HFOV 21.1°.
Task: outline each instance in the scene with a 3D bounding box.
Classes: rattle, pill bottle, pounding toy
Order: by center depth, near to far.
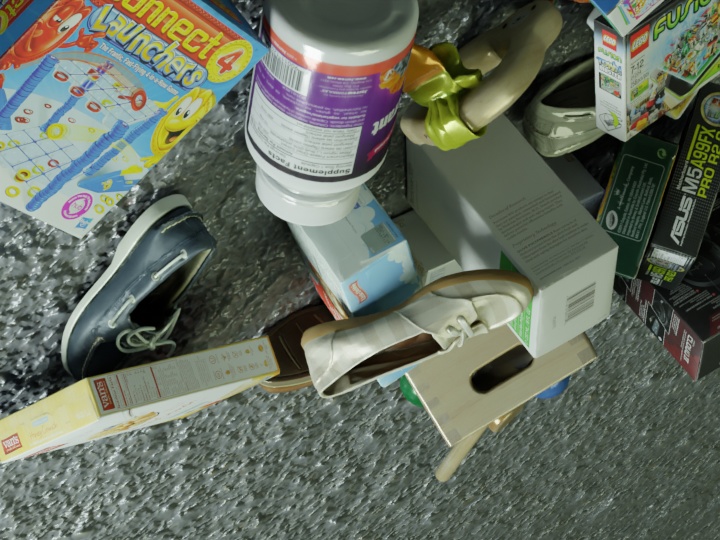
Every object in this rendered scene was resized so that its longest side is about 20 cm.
[{"bbox_3d":[-0.027,-0.128,1.430,0.111,0.112,0.200,-22,148,-27],"label":"pill bottle"},{"bbox_3d":[0.088,-0.203,1.538,0.200,0.143,0.130,-49,-174,-12],"label":"rattle"},{"bbox_3d":[0.118,0.100,1.804,0.200,0.142,0.184,-32,180,5],"label":"pounding toy"}]

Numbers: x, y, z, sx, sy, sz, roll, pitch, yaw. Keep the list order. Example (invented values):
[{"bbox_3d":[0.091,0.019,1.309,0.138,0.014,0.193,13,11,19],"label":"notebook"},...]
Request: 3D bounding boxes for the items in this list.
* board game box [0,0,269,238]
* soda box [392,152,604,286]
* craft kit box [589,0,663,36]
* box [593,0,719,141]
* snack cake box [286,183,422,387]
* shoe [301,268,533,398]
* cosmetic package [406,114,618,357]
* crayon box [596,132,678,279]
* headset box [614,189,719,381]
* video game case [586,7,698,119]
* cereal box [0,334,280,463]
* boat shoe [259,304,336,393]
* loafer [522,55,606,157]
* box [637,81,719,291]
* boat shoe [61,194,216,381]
[{"bbox_3d":[-0.189,-0.131,1.301,0.196,0.056,0.200,-44,151,11],"label":"board game box"},{"bbox_3d":[0.121,-0.041,1.765,0.200,0.068,0.064,-24,149,-23],"label":"soda box"},{"bbox_3d":[0.192,-0.297,1.345,0.197,0.200,0.048,-43,150,10],"label":"craft kit box"},{"bbox_3d":[0.272,-0.202,1.604,0.200,0.035,0.110,-35,139,-26],"label":"box"},{"bbox_3d":[0.000,0.000,1.638,0.067,0.115,0.200,-33,151,-7],"label":"snack cake box"},{"bbox_3d":[0.047,0.053,1.556,0.199,0.054,0.070,-19,145,19],"label":"shoe"},{"bbox_3d":[0.125,-0.041,1.633,0.085,0.200,0.108,-29,148,-17],"label":"cosmetic package"},{"bbox_3d":[0.250,-0.061,1.797,0.200,0.051,0.126,-8,116,-82],"label":"crayon box"},{"bbox_3d":[0.349,0.004,1.947,0.149,0.200,0.077,-29,149,-17],"label":"headset box"},{"bbox_3d":[0.285,-0.248,1.633,0.200,0.023,0.182,-56,144,-1],"label":"video game case"},{"bbox_3d":[-0.184,0.106,1.590,0.200,0.040,0.144,-13,171,-46],"label":"cereal box"},{"bbox_3d":[-0.010,0.064,1.763,0.200,0.072,0.068,-27,148,-18],"label":"boat shoe"},{"bbox_3d":[0.233,-0.167,1.709,0.200,0.070,0.070,-30,153,-18],"label":"loafer"},{"bbox_3d":[0.306,-0.074,1.808,0.200,0.044,0.161,64,44,-81],"label":"box"},{"bbox_3d":[-0.173,0.029,1.539,0.075,0.062,0.200,-9,142,-53],"label":"boat shoe"}]
